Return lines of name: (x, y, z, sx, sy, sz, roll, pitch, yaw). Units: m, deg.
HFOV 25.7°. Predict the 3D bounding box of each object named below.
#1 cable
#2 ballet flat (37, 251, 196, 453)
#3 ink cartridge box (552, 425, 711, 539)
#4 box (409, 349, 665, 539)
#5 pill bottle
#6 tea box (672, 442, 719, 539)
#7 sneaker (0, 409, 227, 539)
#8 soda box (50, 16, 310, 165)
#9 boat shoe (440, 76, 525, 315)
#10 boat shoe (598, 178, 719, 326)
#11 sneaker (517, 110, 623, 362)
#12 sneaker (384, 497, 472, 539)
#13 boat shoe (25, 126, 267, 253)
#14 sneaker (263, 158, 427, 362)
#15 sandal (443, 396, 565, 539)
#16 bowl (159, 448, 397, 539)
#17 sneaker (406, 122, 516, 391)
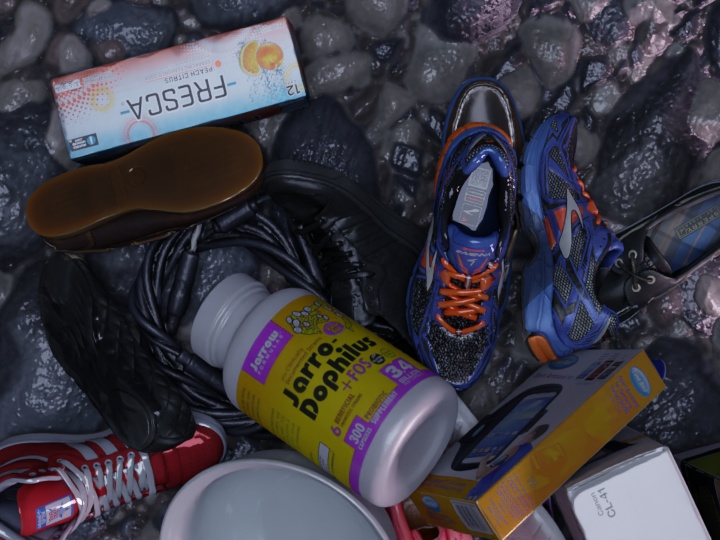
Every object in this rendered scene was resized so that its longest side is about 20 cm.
cable: (-0.097, 0.048, 1.269, 0.161, 0.051, 0.202, -20, 90, 1)
ballet flat: (-0.199, 0.066, 1.250, 0.067, 0.057, 0.201, -48, 61, 24)
ink cartridge box: (0.208, 0.204, 1.188, 0.085, 0.200, 0.149, -25, 89, -1)
box: (0.136, 0.118, 1.172, 0.200, 0.119, 0.042, -41, 103, -21)
pill bottle: (-0.032, 0.082, 1.175, 0.199, 0.104, 0.105, 31, 90, 25)
tea box: (0.336, 0.226, 1.188, 0.132, 0.197, 0.203, -15, 90, 0)
sneaker: (-0.203, 0.165, 1.231, 0.197, 0.113, 0.072, -10, 108, 3)
soda box: (-0.142, -0.142, 1.265, 0.197, 0.064, 0.069, -14, 89, 1)
boat shoe: (0.101, -0.056, 1.256, 0.071, 0.072, 0.203, -1, 89, 0)
boat shoe: (0.230, -0.011, 1.262, 0.199, 0.057, 0.069, -35, 89, 0)
sneaker: (0.167, -0.028, 1.236, 0.077, 0.075, 0.203, -4, 75, 15)
sneaker: (0.059, 0.230, 1.246, 0.073, 0.087, 0.202, -25, 89, 1)
boat shoe: (-0.163, -0.061, 1.252, 0.197, 0.070, 0.071, -11, 69, 12)
sneaker: (-0.002, 0.000, 1.229, 0.199, 0.060, 0.105, 30, 62, -31)
sandal: (0.120, 0.168, 1.258, 0.050, 0.082, 0.204, -35, 90, -26)
bowl: (-0.050, 0.216, 1.229, 0.198, 0.090, 0.204, 7, 113, 16)
sneaker: (0.076, -0.009, 1.175, 0.074, 0.078, 0.203, 5, 95, -1)
